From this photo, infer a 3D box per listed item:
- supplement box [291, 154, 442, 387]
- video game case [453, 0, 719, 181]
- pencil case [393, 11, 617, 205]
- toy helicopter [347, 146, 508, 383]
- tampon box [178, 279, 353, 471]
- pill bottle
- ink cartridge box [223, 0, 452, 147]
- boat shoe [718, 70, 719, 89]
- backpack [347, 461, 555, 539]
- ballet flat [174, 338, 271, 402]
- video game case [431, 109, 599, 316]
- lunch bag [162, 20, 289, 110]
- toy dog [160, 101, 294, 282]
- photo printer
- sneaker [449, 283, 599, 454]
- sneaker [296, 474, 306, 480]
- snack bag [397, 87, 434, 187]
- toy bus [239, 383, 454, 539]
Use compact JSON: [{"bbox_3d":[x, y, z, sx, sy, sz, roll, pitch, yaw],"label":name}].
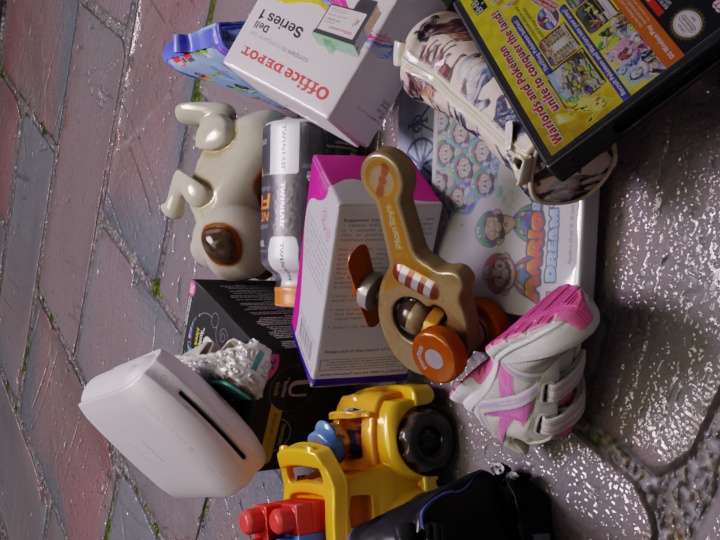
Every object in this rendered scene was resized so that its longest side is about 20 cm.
[{"bbox_3d":[0.000,0.000,0.912,0.101,0.103,0.200,-115,28,-53],"label":"supplement box"},{"bbox_3d":[0.167,-0.182,0.646,0.181,0.025,0.200,-38,45,20],"label":"video game case"},{"bbox_3d":[0.105,-0.130,0.742,0.200,0.089,0.078,49,128,42],"label":"pencil case"},{"bbox_3d":[0.036,-0.005,0.805,0.132,0.079,0.200,0,111,44],"label":"toy helicopter"},{"bbox_3d":[-0.113,0.114,1.103,0.200,0.126,0.150,36,119,52],"label":"tampon box"},{"bbox_3d":[-0.056,-0.059,1.042,0.106,0.106,0.200,0,89,57],"label":"pill bottle"},{"bbox_3d":[-0.015,-0.240,0.906,0.145,0.084,0.200,32,94,28],"label":"ink cartridge box"},{"bbox_3d":[0.284,-0.161,0.565,0.200,0.057,0.067,-34,61,51],"label":"boat shoe"},{"bbox_3d":[0.073,0.272,0.753,0.154,0.200,0.191,-32,76,31],"label":"backpack"},{"bbox_3d":[-0.150,0.105,1.002,0.200,0.072,0.072,-10,81,53],"label":"ballet flat"},{"bbox_3d":[0.125,-0.064,0.809,0.182,0.024,0.200,8,98,53],"label":"video game case"},{"bbox_3d":[-0.112,-0.230,1.048,0.151,0.200,0.094,9,97,56],"label":"lunch bag"},{"bbox_3d":[-0.141,-0.084,1.151,0.194,0.140,0.200,2,74,21],"label":"toy dog"},{"bbox_3d":[-0.191,0.160,0.977,0.166,0.069,0.200,48,149,-14],"label":"photo printer"},{"bbox_3d":[0.143,0.082,0.744,0.088,0.081,0.200,48,155,13],"label":"sneaker"},{"bbox_3d":[-0.038,0.318,1.033,0.114,0.075,0.200,-86,-18,-68],"label":"sneaker"},{"bbox_3d":[0.100,-0.134,0.883,0.200,0.021,0.189,4,92,54],"label":"snack bag"},{"bbox_3d":[-0.020,0.209,0.899,0.136,0.192,0.200,-16,74,57],"label":"toy bus"}]
